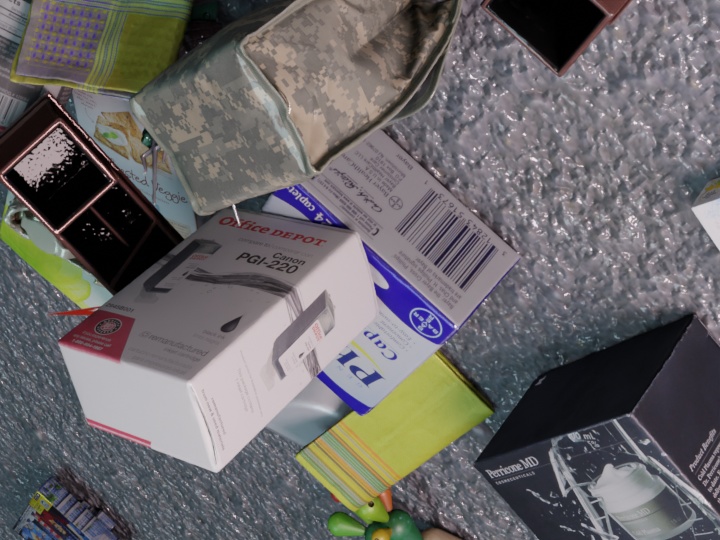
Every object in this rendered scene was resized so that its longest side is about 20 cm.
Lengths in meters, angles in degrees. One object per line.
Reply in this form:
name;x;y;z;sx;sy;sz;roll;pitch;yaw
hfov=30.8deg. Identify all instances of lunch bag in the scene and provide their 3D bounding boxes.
lunch bag;-0.033;-0.139;0.912;0.164;0.200;0.118;-12;114;53

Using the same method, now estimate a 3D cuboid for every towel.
towel;0.030;0.155;1.247;0.086;0.018;0.200;44;121;-10
towel;-0.186;-0.227;0.991;0.143;0.201;0.023;15;178;23

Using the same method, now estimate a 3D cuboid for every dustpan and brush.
dustpan and brush;-0.019;0.126;1.304;0.139;0.057;0.200;27;151;0

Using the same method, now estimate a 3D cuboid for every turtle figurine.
turtle figurine;-0.121;-0.131;1.041;0.149;0.100;0.201;-14;91;55

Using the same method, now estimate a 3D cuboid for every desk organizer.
desk organizer;0.085;-0.222;0.815;0.200;0.077;0.072;42;145;1
desk organizer;-0.209;-0.040;1.064;0.200;0.072;0.077;50;177;-28

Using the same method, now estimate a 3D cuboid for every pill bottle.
pill bottle;-0.278;-0.201;1.087;0.110;0.111;0.201;31;103;15

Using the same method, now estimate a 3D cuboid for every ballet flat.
ballet flat;-0.261;-0.017;1.269;0.199;0.072;0.072;28;143;8

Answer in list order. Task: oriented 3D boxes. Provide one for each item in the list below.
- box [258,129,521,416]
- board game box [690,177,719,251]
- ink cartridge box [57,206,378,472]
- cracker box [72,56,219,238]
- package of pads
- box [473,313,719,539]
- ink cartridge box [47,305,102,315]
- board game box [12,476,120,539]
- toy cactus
box;0.000;0.000;1.103;0.184;0.105;0.200;42;145;2
board game box;0.328;0.010;0.860;0.200;0.034;0.134;52;144;-13
ink cartridge box;-0.102;0.043;0.984;0.145;0.200;0.085;12;129;36
cracker box;-0.192;-0.122;1.201;0.133;0.058;0.201;25;140;23
package of pads;-0.285;-0.028;1.377;0.200;0.068;0.155;40;144;5
box;0.235;0.167;1.039;0.197;0.124;0.200;49;144;-6
ink cartridge box;-0.176;0.057;1.267;0.162;0.199;0.058;-9;87;48
board game box;-0.411;0.405;1.953;0.200;0.062;0.200;42;145;-1
toy cactus;0.039;0.291;1.378;0.164;0.103;0.201;12;140;13
